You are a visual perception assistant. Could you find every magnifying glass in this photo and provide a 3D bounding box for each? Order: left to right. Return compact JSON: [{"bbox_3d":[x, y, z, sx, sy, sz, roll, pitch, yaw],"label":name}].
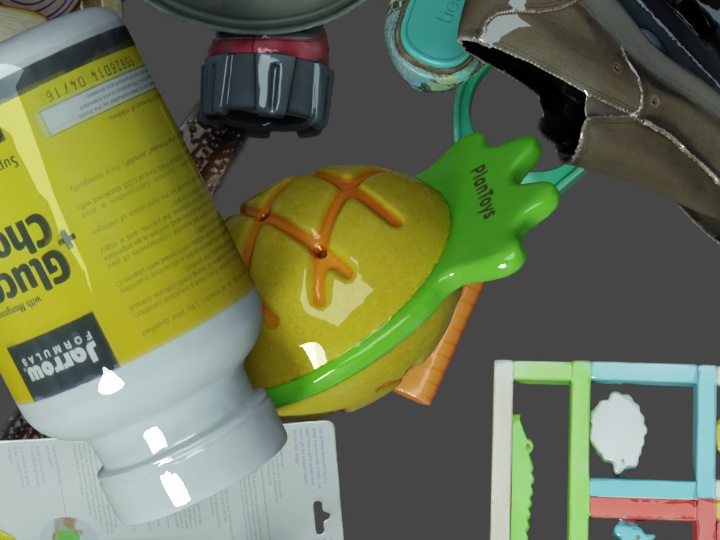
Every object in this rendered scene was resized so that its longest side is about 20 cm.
[{"bbox_3d":[0.063,-0.029,0.934,0.080,0.022,0.200,23,83,6],"label":"magnifying glass"}]

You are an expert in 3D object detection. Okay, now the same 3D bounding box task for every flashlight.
[{"bbox_3d":[-0.041,-0.168,0.936,0.068,0.068,0.200,8,83,-35],"label":"flashlight"}]

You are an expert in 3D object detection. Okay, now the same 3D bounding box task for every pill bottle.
[{"bbox_3d":[-0.109,0.000,0.789,0.112,0.112,0.200,-26,97,-2],"label":"pill bottle"}]

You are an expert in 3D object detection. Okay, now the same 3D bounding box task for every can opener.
[{"bbox_3d":[0.175,-0.104,0.923,0.063,0.079,0.200,-36,89,-12],"label":"can opener"}]

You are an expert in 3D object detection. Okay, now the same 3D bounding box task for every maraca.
[{"bbox_3d":[0.000,0.000,0.877,0.200,0.137,0.107,-29,124,11],"label":"maraca"}]

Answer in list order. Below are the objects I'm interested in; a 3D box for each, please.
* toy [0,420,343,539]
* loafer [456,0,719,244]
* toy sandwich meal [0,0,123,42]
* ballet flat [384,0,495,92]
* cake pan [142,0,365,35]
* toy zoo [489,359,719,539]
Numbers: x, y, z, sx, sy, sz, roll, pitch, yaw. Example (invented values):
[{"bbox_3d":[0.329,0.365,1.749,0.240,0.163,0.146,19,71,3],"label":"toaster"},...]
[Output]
[{"bbox_3d":[-0.109,0.111,0.891,0.200,0.115,0.047,-6,35,-2],"label":"toy"},{"bbox_3d":[0.117,-0.072,0.890,0.200,0.073,0.071,41,77,-14],"label":"loafer"},{"bbox_3d":[-0.199,-0.110,0.851,0.205,0.070,0.205,-1,95,-14],"label":"toy sandwich meal"},{"bbox_3d":[0.067,-0.175,0.937,0.074,0.074,0.200,29,78,7],"label":"ballet flat"},{"bbox_3d":[-0.052,-0.212,0.888,0.200,0.037,0.200,3,80,-20],"label":"cake pan"},{"bbox_3d":[0.162,0.110,0.904,0.200,0.020,0.131,2,80,3],"label":"toy zoo"}]
